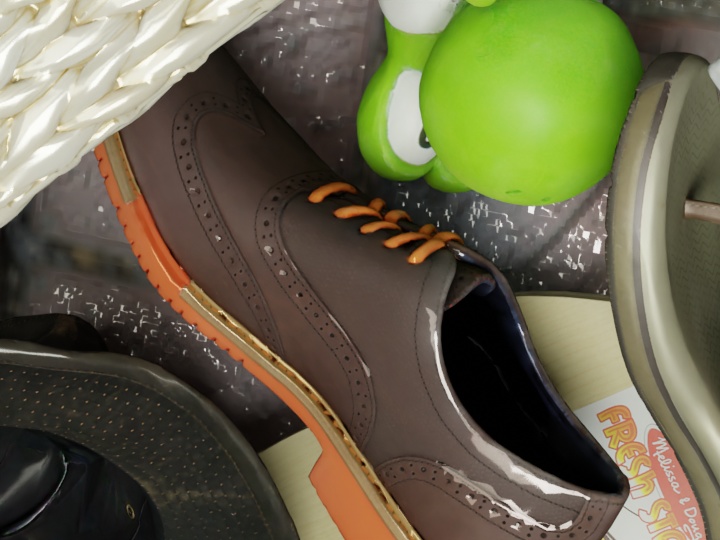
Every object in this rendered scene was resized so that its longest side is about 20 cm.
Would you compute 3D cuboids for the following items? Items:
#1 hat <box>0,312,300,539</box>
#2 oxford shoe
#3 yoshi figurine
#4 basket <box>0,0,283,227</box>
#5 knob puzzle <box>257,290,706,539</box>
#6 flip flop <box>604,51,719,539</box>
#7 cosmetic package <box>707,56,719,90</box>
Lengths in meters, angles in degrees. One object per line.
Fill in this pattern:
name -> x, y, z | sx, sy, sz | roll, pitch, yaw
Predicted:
hat -> -0.108, 0.066, 0.801 | 0.200, 0.081, 0.201 | 2, 135, 2
oxford shoe -> 0.000, 0.000, 0.730 | 0.073, 0.071, 0.200 | -41, 84, 37
yoshi figurine -> 0.061, -0.100, 0.716 | 0.112, 0.112, 0.200 | 23, 112, 5
basket -> -0.085, -0.115, 0.675 | 0.200, 0.136, 0.123 | -37, 119, 1
knob puzzle -> 0.088, 0.095, 0.776 | 0.219, 0.030, 0.220 | 3, 99, 19
flip flop -> 0.113, 0.037, 0.700 | 0.058, 0.081, 0.200 | -13, 98, 25
cosmetic package -> 0.190, -0.091, 0.675 | 0.200, 0.102, 0.074 | -40, 84, 19
